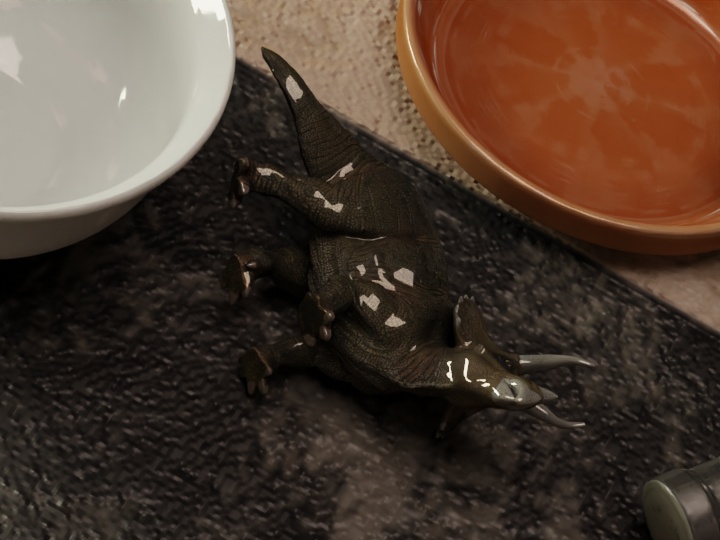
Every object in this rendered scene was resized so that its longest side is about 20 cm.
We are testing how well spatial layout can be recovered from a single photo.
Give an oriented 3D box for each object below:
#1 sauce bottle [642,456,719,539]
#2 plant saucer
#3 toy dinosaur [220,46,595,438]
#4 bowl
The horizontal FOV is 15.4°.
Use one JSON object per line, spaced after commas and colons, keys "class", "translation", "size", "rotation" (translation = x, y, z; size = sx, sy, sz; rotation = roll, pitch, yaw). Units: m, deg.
{"class": "sauce bottle", "translation": [0.210, 0.071, 1.082], "size": [0.200, 0.066, 0.066], "rotation": [-21, 62, -18]}
{"class": "plant saucer", "translation": [0.110, -0.086, 1.202], "size": [0.200, 0.032, 0.200], "rotation": [11, 49, -13]}
{"class": "toy dinosaur", "translation": [0.000, 0.000, 1.076], "size": [0.102, 0.077, 0.200], "rotation": [1, 47, -36]}
{"class": "bowl", "translation": [-0.156, -0.075, 1.050], "size": [0.201, 0.090, 0.201], "rotation": [11, 50, -14]}
